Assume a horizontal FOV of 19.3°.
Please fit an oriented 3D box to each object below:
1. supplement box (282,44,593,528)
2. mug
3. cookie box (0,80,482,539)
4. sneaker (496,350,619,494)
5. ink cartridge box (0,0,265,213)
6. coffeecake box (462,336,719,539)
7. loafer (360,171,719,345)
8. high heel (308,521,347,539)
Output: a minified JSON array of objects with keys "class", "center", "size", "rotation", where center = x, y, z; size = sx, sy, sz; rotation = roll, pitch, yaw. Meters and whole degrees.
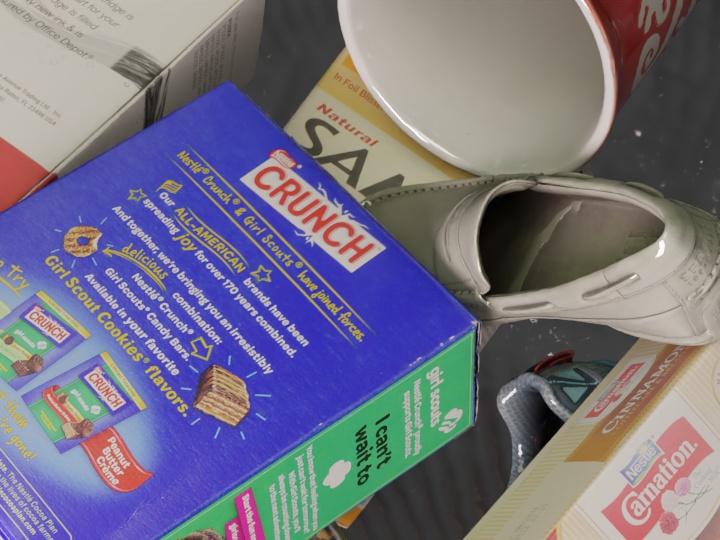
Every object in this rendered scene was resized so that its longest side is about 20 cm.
[{"class":"supplement box","center":[0.000,0.000,0.976],"size":[0.126,0.074,0.200],"rotation":[35,85,15]},{"class":"mug","center":[0.089,-0.166,0.920],"size":[0.133,0.178,0.200],"rotation":[-8,30,46]},{"class":"cookie box","center":[-0.079,0.039,0.855],"size":[0.200,0.075,0.171],"rotation":[-32,58,-22]},{"class":"sneaker","center":[0.087,0.134,0.909],"size":[0.079,0.095,0.201],"rotation":[-21,63,45]},{"class":"ink cartridge box","center":[-0.160,-0.092,0.984],"size":[0.147,0.083,0.200],"rotation":[34,58,16]},{"class":"coffeecake box","center":[0.151,0.141,0.852],"size":[0.200,0.073,0.154],"rotation":[48,70,-11]},{"class":"loafer","center":[0.064,-0.013,0.858],"size":[0.200,0.070,0.070],"rotation":[3,65,42]},{"class":"high heel","center":[-0.108,0.113,0.894],"size":[0.200,0.071,0.143],"rotation":[36,66,14]}]
